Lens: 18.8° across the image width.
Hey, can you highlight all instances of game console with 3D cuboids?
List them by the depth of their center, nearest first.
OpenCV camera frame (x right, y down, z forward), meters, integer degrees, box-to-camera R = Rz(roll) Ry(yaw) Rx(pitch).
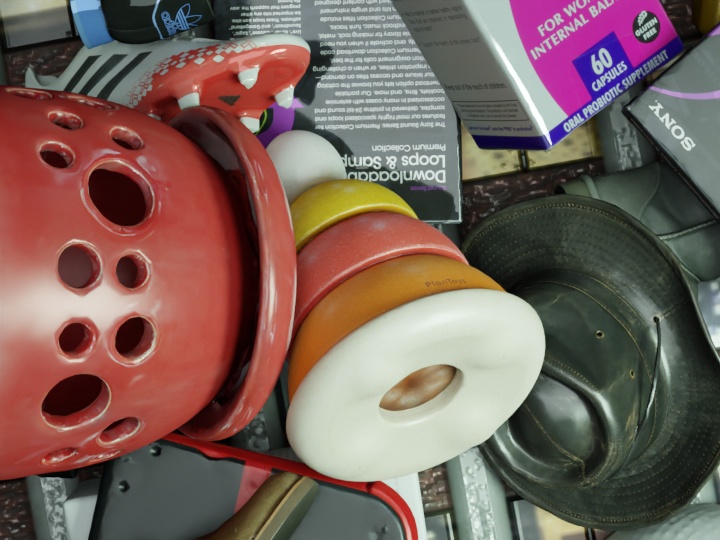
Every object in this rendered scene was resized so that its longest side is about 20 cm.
[{"bbox_3d":[-0.070,0.199,1.180,0.176,0.031,0.201,13,90,4],"label":"game console"}]

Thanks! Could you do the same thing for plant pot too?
[{"bbox_3d":[-0.144,0.006,1.123,0.182,0.200,0.201,0,91,-29],"label":"plant pot"}]

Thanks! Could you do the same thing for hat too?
[{"bbox_3d":[0.107,0.063,1.215,0.200,0.081,0.202,13,113,33],"label":"hat"}]

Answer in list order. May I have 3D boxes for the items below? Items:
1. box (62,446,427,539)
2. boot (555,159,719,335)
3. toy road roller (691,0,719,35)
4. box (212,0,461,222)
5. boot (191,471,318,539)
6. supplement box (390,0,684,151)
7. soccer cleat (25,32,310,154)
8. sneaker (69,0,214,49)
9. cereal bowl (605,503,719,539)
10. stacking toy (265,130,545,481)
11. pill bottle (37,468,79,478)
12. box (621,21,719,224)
[{"bbox_3d":[-0.058,0.184,1.243,0.199,0.106,0.153,-8,92,-1],"label":"box"},{"bbox_3d":[0.232,-0.010,1.270,0.199,0.073,0.183,-18,93,-7],"label":"boot"},{"bbox_3d":[0.260,-0.198,1.238,0.199,0.123,0.147,9,104,3],"label":"toy road roller"},{"bbox_3d":[-0.014,-0.126,1.256,0.142,0.036,0.201,-1,93,6],"label":"box"},{"bbox_3d":[-0.107,0.167,1.136,0.200,0.074,0.075,-45,77,5],"label":"boot"},{"bbox_3d":[0.071,-0.175,1.176,0.101,0.103,0.200,-36,104,-14],"label":"supplement box"},{"bbox_3d":[-0.116,-0.109,1.225,0.199,0.069,0.086,-21,66,31],"label":"soccer cleat"},{"bbox_3d":[-0.120,-0.214,1.225,0.078,0.070,0.201,-6,64,7],"label":"sneaker"},{"bbox_3d":[0.209,0.240,1.261,0.199,0.083,0.201,0,92,-2],"label":"cereal bowl"},{"bbox_3d":[0.000,0.000,1.177,0.146,0.146,0.200,-26,56,0],"label":"stacking toy"},{"bbox_3d":[-0.257,0.069,1.236,0.199,0.112,0.112,5,91,-1],"label":"pill bottle"},{"bbox_3d":[0.259,-0.098,1.154,0.200,0.036,0.143,-42,88,4],"label":"box"}]
